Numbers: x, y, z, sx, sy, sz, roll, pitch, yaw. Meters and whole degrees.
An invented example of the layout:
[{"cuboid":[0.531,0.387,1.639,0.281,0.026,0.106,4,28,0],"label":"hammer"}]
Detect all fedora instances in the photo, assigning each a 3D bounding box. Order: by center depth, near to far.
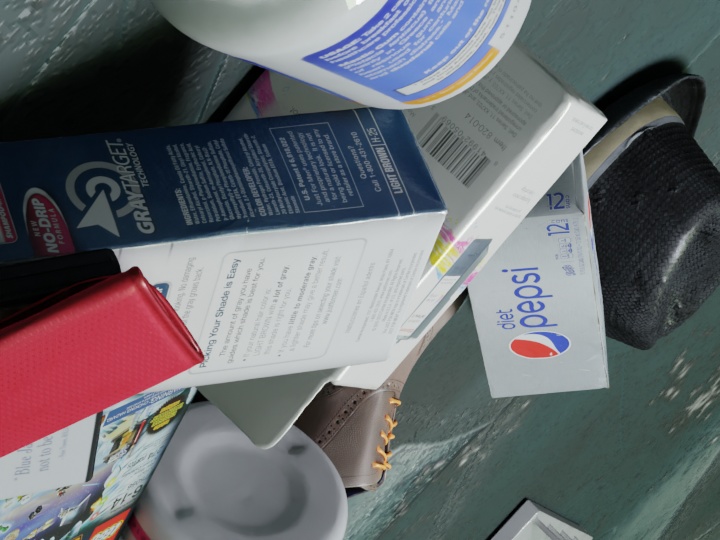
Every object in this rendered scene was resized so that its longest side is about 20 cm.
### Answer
[{"cuboid":[0.160,-0.016,1.596,0.201,0.092,0.201,-39,159,-18],"label":"fedora"}]

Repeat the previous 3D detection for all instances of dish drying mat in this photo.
[{"cuboid":[-0.159,0.056,1.000,0.200,0.018,0.077,-26,150,3],"label":"dish drying mat"}]

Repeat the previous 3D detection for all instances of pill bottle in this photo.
[{"cuboid":[-0.017,-0.125,0.992,0.112,0.112,0.200,-50,161,10],"label":"pill bottle"},{"cuboid":[-0.089,0.170,1.422,0.113,0.113,0.200,-28,153,-42],"label":"pill bottle"}]

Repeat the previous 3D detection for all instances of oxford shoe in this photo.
[{"cuboid":[-0.001,0.078,1.481,0.200,0.073,0.071,-49,160,8],"label":"oxford shoe"}]

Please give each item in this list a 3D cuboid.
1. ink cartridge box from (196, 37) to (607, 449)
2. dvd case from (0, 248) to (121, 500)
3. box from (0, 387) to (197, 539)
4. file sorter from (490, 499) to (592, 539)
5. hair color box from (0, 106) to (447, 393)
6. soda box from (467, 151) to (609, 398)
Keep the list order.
[{"cuboid":[-0.005,-0.030,1.194,0.200,0.117,0.067,-49,164,8],"label":"ink cartridge box"},{"cuboid":[-0.189,0.055,1.013,0.200,0.018,0.143,-11,148,-18],"label":"dvd case"},{"cuboid":[-0.165,0.101,1.240,0.200,0.040,0.137,-25,152,-47],"label":"box"},{"cuboid":[0.143,0.275,2.092,0.139,0.125,0.200,-47,161,3],"label":"file sorter"},{"cuboid":[-0.077,-0.004,1.070,0.200,0.061,0.100,-7,143,-23],"label":"hair color box"},{"cuboid":[0.090,-0.005,1.451,0.068,0.063,0.200,-5,151,7],"label":"soda box"}]
